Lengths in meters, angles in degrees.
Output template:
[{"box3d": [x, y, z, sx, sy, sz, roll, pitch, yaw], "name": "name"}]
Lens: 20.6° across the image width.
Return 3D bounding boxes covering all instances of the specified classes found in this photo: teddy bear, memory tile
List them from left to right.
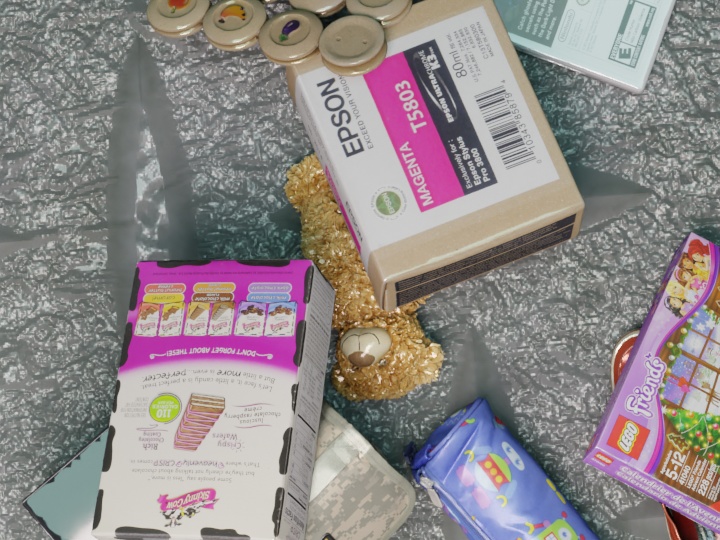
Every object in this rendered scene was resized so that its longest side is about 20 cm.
[{"box3d": [-0.053, -0.219, 1.502, 0.199, 0.017, 0.154, 15, 57, 22], "name": "memory tile"}, {"box3d": [0.000, 0.000, 1.525, 0.144, 0.067, 0.201, 6, 86, 4], "name": "teddy bear"}]

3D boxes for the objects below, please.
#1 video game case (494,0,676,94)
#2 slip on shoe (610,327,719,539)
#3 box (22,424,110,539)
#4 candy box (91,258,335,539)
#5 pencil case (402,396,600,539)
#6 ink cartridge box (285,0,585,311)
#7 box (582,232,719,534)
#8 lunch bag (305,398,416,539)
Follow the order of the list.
[{"box3d": [0.170, -0.263, 1.560, 0.181, 0.023, 0.201, 20, 88, 2], "name": "video game case"}, {"box3d": [0.245, 0.139, 1.515, 0.074, 0.061, 0.201, -17, 85, 2], "name": "slip on shoe"}, {"box3d": [-0.143, 0.133, 1.482, 0.200, 0.141, 0.079, -41, 88, -1], "name": "box"}, {"box3d": [-0.098, 0.095, 1.359, 0.136, 0.061, 0.201, 0, 67, 19], "name": "candy box"}, {"box3d": [0.120, 0.192, 1.504, 0.087, 0.078, 0.200, -38, 86, -31], "name": "pencil case"}, {"box3d": [0.054, -0.094, 1.480, 0.164, 0.075, 0.201, -22, 74, -6], "name": "ink cartridge box"}, {"box3d": [0.267, 0.088, 1.490, 0.136, 0.039, 0.201, 27, 65, 1], "name": "box"}, {"box3d": [-0.049, 0.182, 1.448, 0.164, 0.200, 0.118, -43, 86, -2], "name": "lunch bag"}]
